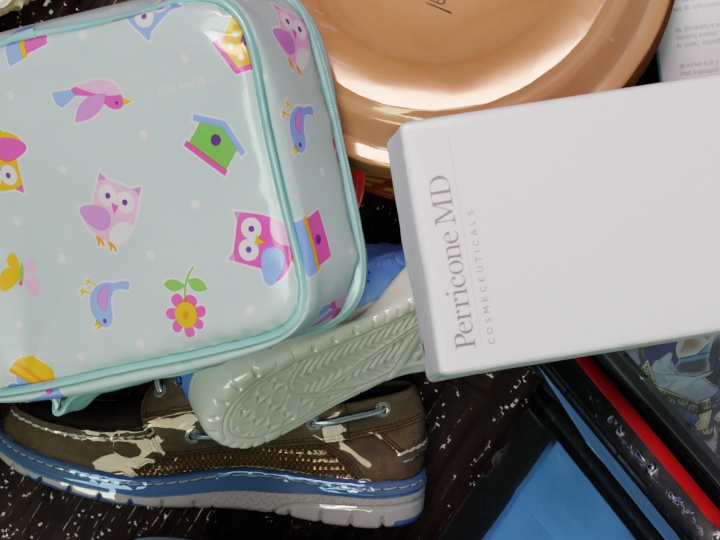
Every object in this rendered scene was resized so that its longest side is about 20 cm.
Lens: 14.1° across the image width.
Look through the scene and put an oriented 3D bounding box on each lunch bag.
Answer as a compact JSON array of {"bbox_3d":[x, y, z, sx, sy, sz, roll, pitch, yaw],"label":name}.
[{"bbox_3d":[-0.100,-0.027,1.203,0.199,0.077,0.161,-11,97,28],"label":"lunch bag"}]

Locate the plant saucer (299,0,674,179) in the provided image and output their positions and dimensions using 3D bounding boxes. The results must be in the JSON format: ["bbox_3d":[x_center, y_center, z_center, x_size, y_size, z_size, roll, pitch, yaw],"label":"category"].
[{"bbox_3d":[0.034,-0.136,1.216,0.199,0.032,0.202,-2,75,7],"label":"plant saucer"}]

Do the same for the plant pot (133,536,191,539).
[{"bbox_3d":[-0.046,0.191,1.289,0.140,0.200,0.142,7,95,7],"label":"plant pot"}]

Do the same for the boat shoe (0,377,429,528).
[{"bbox_3d":[-0.067,0.067,1.335,0.199,0.072,0.073,5,104,-3],"label":"boat shoe"}]

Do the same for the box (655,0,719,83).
[{"bbox_3d":[0.176,-0.049,1.264,0.082,0.049,0.201,-6,106,10],"label":"box"}]

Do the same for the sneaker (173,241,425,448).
[{"bbox_3d":[0.000,-0.001,1.295,0.199,0.111,0.077,-21,140,-16],"label":"sneaker"}]

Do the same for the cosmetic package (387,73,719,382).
[{"bbox_3d":[0.117,-0.022,1.149,0.199,0.071,0.102,-10,87,-4],"label":"cosmetic package"}]

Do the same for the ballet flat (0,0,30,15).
[{"bbox_3d":[-0.115,-0.174,1.265,0.200,0.072,0.072,-42,97,18],"label":"ballet flat"}]

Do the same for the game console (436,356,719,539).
[{"bbox_3d":[0.092,0.129,1.243,0.118,0.172,0.200,-38,54,-1],"label":"game console"}]

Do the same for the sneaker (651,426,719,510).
[{"bbox_3d":[0.213,0.105,1.294,0.199,0.071,0.100,7,113,12],"label":"sneaker"}]

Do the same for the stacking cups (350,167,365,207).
[{"bbox_3d":[-0.095,-0.057,1.264,0.199,0.060,0.061,16,111,27],"label":"stacking cups"}]

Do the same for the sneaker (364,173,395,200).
[{"bbox_3d":[-0.012,-0.082,1.283,0.199,0.077,0.073,20,146,16],"label":"sneaker"}]

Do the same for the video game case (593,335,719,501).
[{"bbox_3d":[0.211,0.014,1.231,0.200,0.025,0.181,-44,111,-6],"label":"video game case"}]
